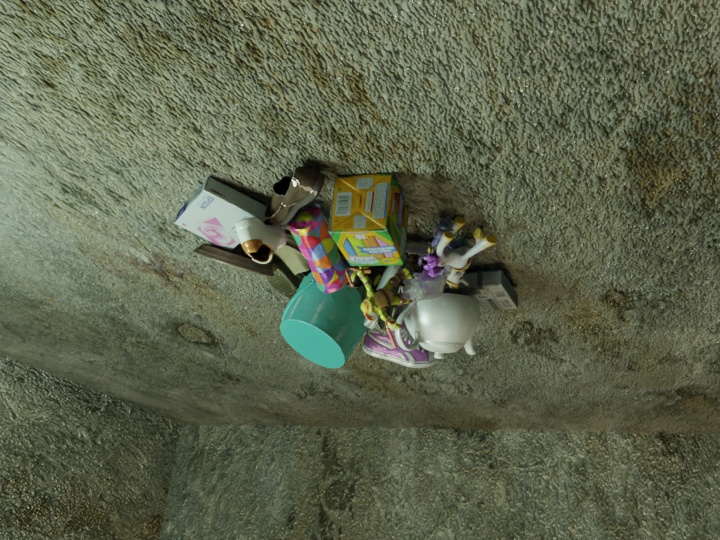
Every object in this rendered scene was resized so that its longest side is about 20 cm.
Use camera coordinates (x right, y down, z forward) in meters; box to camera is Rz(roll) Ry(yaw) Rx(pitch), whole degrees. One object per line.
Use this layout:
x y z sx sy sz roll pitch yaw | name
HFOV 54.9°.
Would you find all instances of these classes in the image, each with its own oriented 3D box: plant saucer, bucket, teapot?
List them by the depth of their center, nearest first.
-0.084 0.121 1.623 0.204 0.136 0.209 23 147 15 | bucket
0.185 0.131 1.625 0.195 0.150 0.197 5 174 7 | teapot
-0.298 -0.027 1.645 0.196 0.030 0.200 17 180 0 | plant saucer

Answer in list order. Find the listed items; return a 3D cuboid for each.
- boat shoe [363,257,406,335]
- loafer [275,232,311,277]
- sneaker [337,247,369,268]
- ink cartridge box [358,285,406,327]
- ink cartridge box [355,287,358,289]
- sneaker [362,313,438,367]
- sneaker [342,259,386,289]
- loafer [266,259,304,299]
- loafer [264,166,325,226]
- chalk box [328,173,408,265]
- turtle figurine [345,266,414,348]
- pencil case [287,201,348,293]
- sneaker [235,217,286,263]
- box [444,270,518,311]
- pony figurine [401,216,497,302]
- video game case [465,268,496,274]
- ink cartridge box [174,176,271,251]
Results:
0.071 0.053 1.596 0.063 0.203 0.071 28 158 -10 | boat shoe
-0.145 -0.030 1.635 0.198 0.069 0.075 26 150 -37 | loafer
-0.011 -0.048 1.541 0.196 0.084 0.078 -7 155 31 | sneaker
0.087 0.098 1.766 0.196 0.149 0.048 12 166 -15 | ink cartridge box
-0.047 0.134 1.827 0.198 0.084 0.146 -32 167 -21 | ink cartridge box
0.112 0.168 1.694 0.196 0.073 0.116 12 119 -13 | sneaker
0.000 0.000 1.661 0.078 0.067 0.199 28 -171 24 | sneaker
-0.169 0.034 1.781 0.075 0.068 0.201 -7 136 37 | loafer
-0.143 -0.155 1.366 0.070 0.074 0.199 29 145 -22 | loafer
0.027 -0.088 1.392 0.121 0.128 0.200 -1 157 17 | chalk box
0.057 0.068 1.507 0.159 0.202 0.065 -21 159 -37 | turtle figurine
-0.089 -0.047 1.486 0.086 0.089 0.202 -4 129 23 | pencil case
-0.205 -0.050 1.457 0.071 0.087 0.200 -18 171 14 | sneaker
0.275 0.057 1.715 0.196 0.042 0.156 -7 152 27 | box
0.177 -0.025 1.496 0.188 0.169 0.201 5 143 -16 | pony figurine
0.305 0.050 1.767 0.140 0.018 0.200 -7 152 27 | video game case
-0.281 -0.105 1.503 0.197 0.044 0.195 28 149 -22 | ink cartridge box
